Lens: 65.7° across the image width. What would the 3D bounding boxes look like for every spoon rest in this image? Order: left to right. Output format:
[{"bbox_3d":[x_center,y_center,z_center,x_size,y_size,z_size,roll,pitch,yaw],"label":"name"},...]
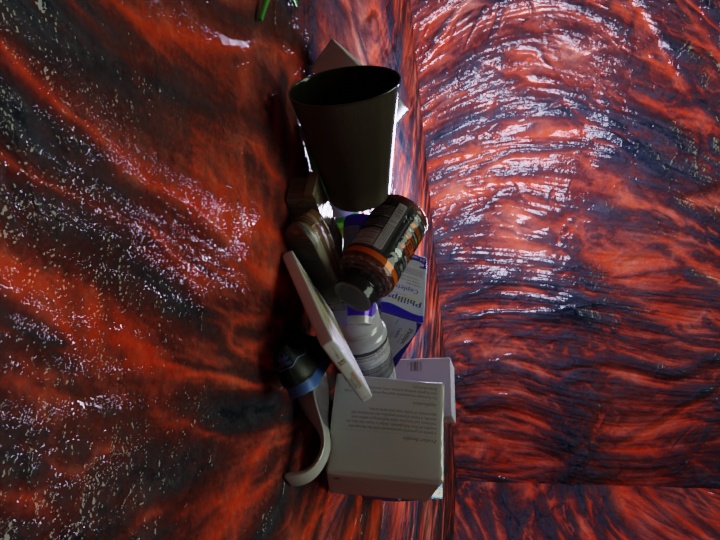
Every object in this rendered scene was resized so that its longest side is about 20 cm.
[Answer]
[{"bbox_3d":[-0.074,0.246,0.913,0.100,0.059,0.203,70,23,-49],"label":"spoon rest"}]

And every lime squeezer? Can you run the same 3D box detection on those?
[{"bbox_3d":[-0.137,-0.460,0.912,0.201,0.037,0.071,-73,-175,-57],"label":"lime squeezer"}]

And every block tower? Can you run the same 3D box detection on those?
[{"bbox_3d":[-0.077,-0.082,0.998,0.202,0.057,0.055,72,20,-50],"label":"block tower"}]

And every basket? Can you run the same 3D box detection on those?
[{"bbox_3d":[-0.015,-0.212,0.927,0.137,0.176,0.203,-95,177,-49],"label":"basket"}]

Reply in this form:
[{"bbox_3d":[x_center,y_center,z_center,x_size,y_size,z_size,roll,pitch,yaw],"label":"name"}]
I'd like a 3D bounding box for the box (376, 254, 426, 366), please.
[{"bbox_3d":[0.072,0.086,1.304,0.185,0.103,0.202,114,-11,-45],"label":"box"}]

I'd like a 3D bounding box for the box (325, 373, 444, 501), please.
[{"bbox_3d":[0.043,0.308,1.012,0.201,0.194,0.174,92,3,-59],"label":"box"}]

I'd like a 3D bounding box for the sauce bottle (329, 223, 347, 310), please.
[{"bbox_3d":[-0.035,-0.020,1.127,0.065,0.063,0.204,58,30,-62],"label":"sauce bottle"}]

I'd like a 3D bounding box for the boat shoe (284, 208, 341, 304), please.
[{"bbox_3d":[-0.065,-0.021,0.965,0.202,0.074,0.072,74,33,-45],"label":"boat shoe"}]

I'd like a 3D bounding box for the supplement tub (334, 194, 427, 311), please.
[{"bbox_3d":[0.033,-0.028,0.961,0.201,0.105,0.108,-58,148,-29],"label":"supplement tub"}]

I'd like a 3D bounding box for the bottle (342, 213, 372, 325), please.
[{"bbox_3d":[0.000,0.000,1.047,0.083,0.064,0.205,32,57,-69],"label":"bottle"}]

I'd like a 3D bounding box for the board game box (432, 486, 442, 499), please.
[{"bbox_3d":[0.132,0.488,1.447,0.055,0.195,0.204,17,62,-26],"label":"board game box"}]

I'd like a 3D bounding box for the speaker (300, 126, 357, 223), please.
[{"bbox_3d":[-0.053,-0.194,1.057,0.089,0.087,0.203,-76,158,-50],"label":"speaker"}]

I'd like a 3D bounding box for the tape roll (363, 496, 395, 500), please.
[{"bbox_3d":[0.055,0.441,1.338,0.200,0.083,0.205,-4,90,-76],"label":"tape roll"}]

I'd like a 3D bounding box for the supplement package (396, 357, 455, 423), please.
[{"bbox_3d":[0.159,0.334,1.543,0.111,0.196,0.159,58,31,-61],"label":"supplement package"}]

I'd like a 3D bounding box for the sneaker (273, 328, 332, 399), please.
[{"bbox_3d":[-0.088,0.124,0.869,0.200,0.069,0.079,-73,140,-80],"label":"sneaker"}]

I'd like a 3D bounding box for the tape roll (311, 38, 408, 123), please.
[{"bbox_3d":[0.000,-0.361,1.103,0.201,0.071,0.203,39,16,-13],"label":"tape roll"}]

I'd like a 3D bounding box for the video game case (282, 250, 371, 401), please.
[{"bbox_3d":[-0.053,0.089,0.894,0.201,0.023,0.183,61,-1,42],"label":"video game case"}]

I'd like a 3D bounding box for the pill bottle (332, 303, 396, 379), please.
[{"bbox_3d":[0.007,0.162,1.151,0.114,0.111,0.203,-73,155,-55],"label":"pill bottle"}]
